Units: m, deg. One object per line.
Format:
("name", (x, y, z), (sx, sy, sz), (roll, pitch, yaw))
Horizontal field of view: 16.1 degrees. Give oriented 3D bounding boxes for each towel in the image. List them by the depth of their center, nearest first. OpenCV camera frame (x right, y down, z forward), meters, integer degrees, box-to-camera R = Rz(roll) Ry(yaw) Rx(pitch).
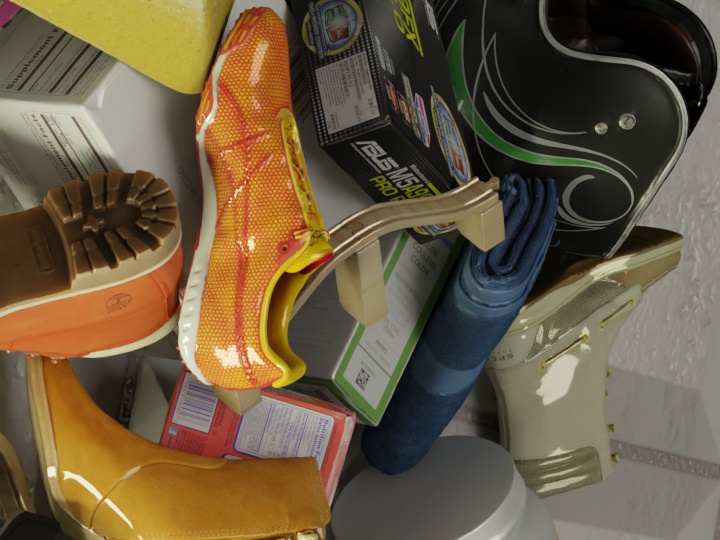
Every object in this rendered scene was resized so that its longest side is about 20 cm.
("towel", (0.062, 0.037, 1.573), (0.200, 0.048, 0.112), (-61, -178, 46))

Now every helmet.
("helmet", (0.117, -0.119, 1.616), (0.200, 0.190, 0.200), (-59, 178, -4))

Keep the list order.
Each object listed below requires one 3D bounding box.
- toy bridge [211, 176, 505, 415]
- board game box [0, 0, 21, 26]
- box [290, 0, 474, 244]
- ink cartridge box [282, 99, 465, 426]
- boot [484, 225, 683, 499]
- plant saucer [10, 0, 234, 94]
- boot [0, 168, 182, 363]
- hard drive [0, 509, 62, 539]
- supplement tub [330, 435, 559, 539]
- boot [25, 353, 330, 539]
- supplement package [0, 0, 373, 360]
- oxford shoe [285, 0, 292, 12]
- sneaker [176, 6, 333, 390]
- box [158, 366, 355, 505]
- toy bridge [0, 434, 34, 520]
("toy bridge", (0.000, 0.000, 1.402), (0.200, 0.027, 0.067), (-34, 141, -22))
("board game box", (-0.195, -0.227, 1.350), (0.200, 0.040, 0.153), (-49, 129, -34))
("box", (0.007, -0.135, 1.467), (0.160, 0.044, 0.201), (42, 33, -60))
("ink cartridge box", (-0.003, -0.009, 1.555), (0.059, 0.104, 0.200), (46, 60, -42))
("boot", (0.158, 0.062, 1.778), (0.200, 0.072, 0.155), (-26, 113, -39))
("plant saucer", (-0.125, -0.221, 1.307), (0.200, 0.048, 0.201), (28, 65, -26))
("boot", (-0.186, 0.020, 1.326), (0.107, 0.199, 0.075), (85, -9, -58))
("hard drive", (-0.192, 0.246, 1.349), (0.140, 0.033, 0.201), (-57, 154, -46))
("supplement tub", (0.070, 0.222, 1.636), (0.145, 0.145, 0.200), (-45, 126, -37))
("boot", (-0.094, 0.116, 1.376), (0.144, 0.071, 0.202), (-15, 74, -12))
("supplement package", (-0.103, -0.072, 1.423), (0.156, 0.111, 0.200), (-54, 133, -30))
("oxford shoe", (-0.064, -0.179, 1.494), (0.200, 0.070, 0.075), (50, 47, -54))
("sneaker", (-0.047, -0.037, 1.337), (0.073, 0.077, 0.201), (-6, 99, -73))
("box", (-0.077, 0.162, 1.445), (0.095, 0.102, 0.201), (37, 68, -86))
("toy bridge", (-0.221, 0.106, 1.359), (0.200, 0.027, 0.067), (50, 55, -41))
